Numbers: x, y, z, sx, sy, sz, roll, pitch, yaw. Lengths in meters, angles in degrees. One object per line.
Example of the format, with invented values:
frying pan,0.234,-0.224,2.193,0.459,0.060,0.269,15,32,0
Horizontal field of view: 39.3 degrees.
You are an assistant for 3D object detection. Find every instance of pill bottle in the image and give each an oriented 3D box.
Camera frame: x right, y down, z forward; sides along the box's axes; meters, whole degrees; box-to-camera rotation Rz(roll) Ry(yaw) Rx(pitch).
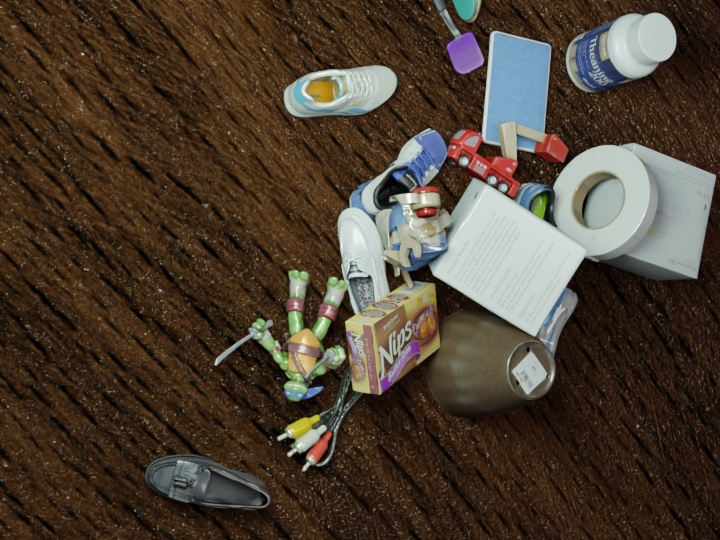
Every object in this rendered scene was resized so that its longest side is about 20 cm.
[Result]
pill bottle,0.464,-0.390,1.792,0.109,0.199,0.113,1,87,-23

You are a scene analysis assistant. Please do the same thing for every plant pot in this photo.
plant pot,0.232,0.161,1.677,0.184,0.199,0.190,0,89,-23

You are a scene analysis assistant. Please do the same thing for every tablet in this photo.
tablet,0.281,-0.320,1.814,0.128,0.014,0.203,7,86,-23

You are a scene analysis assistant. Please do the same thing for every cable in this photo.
cable,-0.041,0.242,1.637,0.200,0.050,0.098,-42,105,-17

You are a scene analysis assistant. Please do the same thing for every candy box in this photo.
candy box,0.055,0.104,1.620,0.199,0.056,0.119,-30,119,-53

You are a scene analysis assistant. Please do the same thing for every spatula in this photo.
spatula,0.151,-0.441,1.756,0.056,0.021,0.202,-29,97,-6

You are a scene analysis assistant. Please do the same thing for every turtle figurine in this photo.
turtle figurine,-0.091,0.094,1.560,0.199,0.142,0.197,35,60,-46

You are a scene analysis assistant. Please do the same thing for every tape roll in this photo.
tape roll,0.424,-0.118,1.770,0.037,0.201,0.206,19,80,-46

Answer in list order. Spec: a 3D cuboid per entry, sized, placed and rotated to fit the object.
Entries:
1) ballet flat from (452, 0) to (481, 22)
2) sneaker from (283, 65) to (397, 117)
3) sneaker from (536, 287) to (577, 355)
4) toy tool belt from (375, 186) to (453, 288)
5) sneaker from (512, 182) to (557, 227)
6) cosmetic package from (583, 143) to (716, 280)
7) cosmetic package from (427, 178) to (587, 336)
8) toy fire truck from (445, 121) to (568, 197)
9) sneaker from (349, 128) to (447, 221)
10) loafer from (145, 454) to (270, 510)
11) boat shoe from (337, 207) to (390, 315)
ballet flat,0.182,-0.537,1.754,0.070,0.071,0.203,-21,97,-22
sneaker,-0.022,-0.294,1.647,0.198,0.081,0.078,-17,93,-24
sneaker,0.322,0.120,1.795,0.072,0.072,0.202,22,82,5
toy tool belt,0.091,-0.047,1.579,0.123,0.200,0.125,-5,80,-12
sneaker,0.293,-0.062,1.770,0.078,0.089,0.203,18,81,-20
cosmetic package,0.525,-0.103,1.854,0.197,0.123,0.203,16,84,-22
cosmetic package,0.235,-0.026,1.659,0.198,0.166,0.169,32,98,-6
toy fire truck,0.255,-0.209,1.769,0.199,0.049,0.142,31,86,-21
sneaker,0.081,-0.152,1.668,0.199,0.115,0.081,-42,105,-19
loafer,-0.229,0.329,1.548,0.198,0.063,0.073,17,82,-22
boat shoe,0.000,0.000,1.645,0.071,0.068,0.203,-5,100,20
